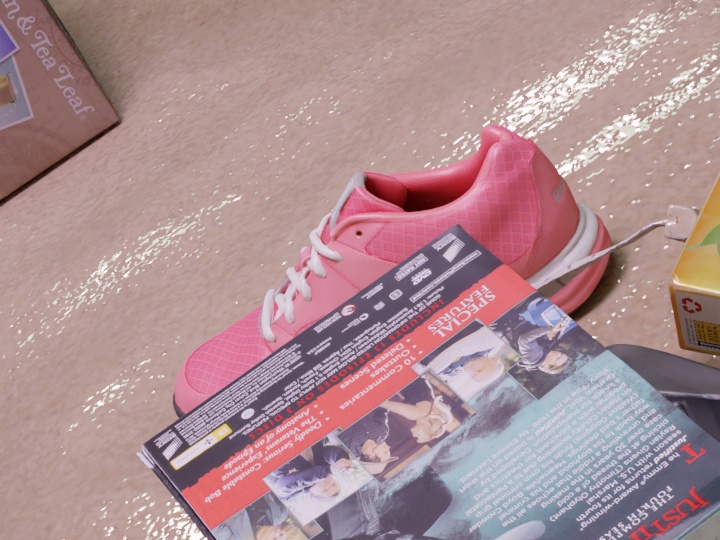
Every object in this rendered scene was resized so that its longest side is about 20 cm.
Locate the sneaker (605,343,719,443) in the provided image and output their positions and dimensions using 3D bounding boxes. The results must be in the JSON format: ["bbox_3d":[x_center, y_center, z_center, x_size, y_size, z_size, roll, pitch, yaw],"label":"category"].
[{"bbox_3d":[0.119,0.088,0.803,0.114,0.076,0.199,-49,31,-22],"label":"sneaker"}]

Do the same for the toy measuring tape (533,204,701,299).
[{"bbox_3d":[0.053,0.048,0.913,0.199,0.074,0.074,-29,30,20],"label":"toy measuring tape"}]

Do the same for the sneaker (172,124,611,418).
[{"bbox_3d":[0.000,0.000,1.021,0.199,0.087,0.074,-26,30,12],"label":"sneaker"}]

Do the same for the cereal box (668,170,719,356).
[{"bbox_3d":[0.222,-0.017,0.837,0.199,0.040,0.144,12,50,26],"label":"cereal box"}]

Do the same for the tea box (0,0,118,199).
[{"bbox_3d":[-0.258,-0.157,1.366,0.133,0.201,0.197,-34,30,-4],"label":"tea box"}]

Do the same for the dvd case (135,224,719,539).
[{"bbox_3d":[0.024,0.068,0.806,0.146,0.022,0.200,-35,34,-10],"label":"dvd case"}]
